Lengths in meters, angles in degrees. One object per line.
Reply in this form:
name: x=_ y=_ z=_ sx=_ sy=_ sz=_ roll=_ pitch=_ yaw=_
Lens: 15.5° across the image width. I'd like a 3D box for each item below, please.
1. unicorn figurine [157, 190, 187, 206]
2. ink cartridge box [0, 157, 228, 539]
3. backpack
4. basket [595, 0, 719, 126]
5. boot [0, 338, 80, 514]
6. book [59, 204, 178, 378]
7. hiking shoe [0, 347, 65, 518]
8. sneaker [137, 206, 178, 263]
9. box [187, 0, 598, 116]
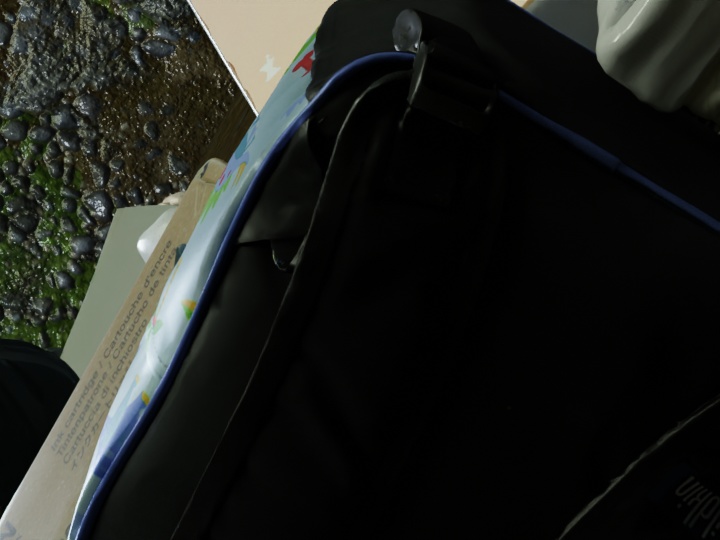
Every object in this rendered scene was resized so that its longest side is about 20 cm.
unicorn figurine: x=-0.021 y=-0.007 z=1.353 sx=0.138 sy=0.199 sz=0.074 roll=-58 pitch=43 yaw=46
ink cartridge box: x=-0.021 y=0.091 z=0.826 sx=0.200 sy=0.164 sz=0.075 roll=-59 pitch=35 yaw=3
backpack: x=0.029 y=0.043 z=0.681 sx=0.200 sy=0.183 sz=0.147 roll=-59 pitch=7 yaw=18
basket: x=0.161 y=-0.121 z=0.650 sx=0.200 sy=0.123 sz=0.136 roll=-56 pitch=9 yaw=29
boot: x=-0.215 y=0.053 z=1.146 sx=0.200 sy=0.077 sz=0.168 roll=-29 pitch=32 yaw=7
book: x=-0.080 y=0.086 z=1.233 sx=0.200 sy=0.048 sz=0.134 roll=66 pitch=-149 yaw=-42
hiking shoe: x=-0.177 y=0.114 z=1.198 sx=0.200 sy=0.074 sz=0.087 roll=-44 pitch=-45 yaw=-35
sneaker: x=-0.033 y=0.043 z=1.057 sx=0.070 sy=0.080 sz=0.201 roll=-38 pitch=-37 yaw=-17
box: x=0.026 y=-0.115 z=1.081 sx=0.152 sy=0.106 sz=0.200 roll=-44 pitch=48 yaw=13
